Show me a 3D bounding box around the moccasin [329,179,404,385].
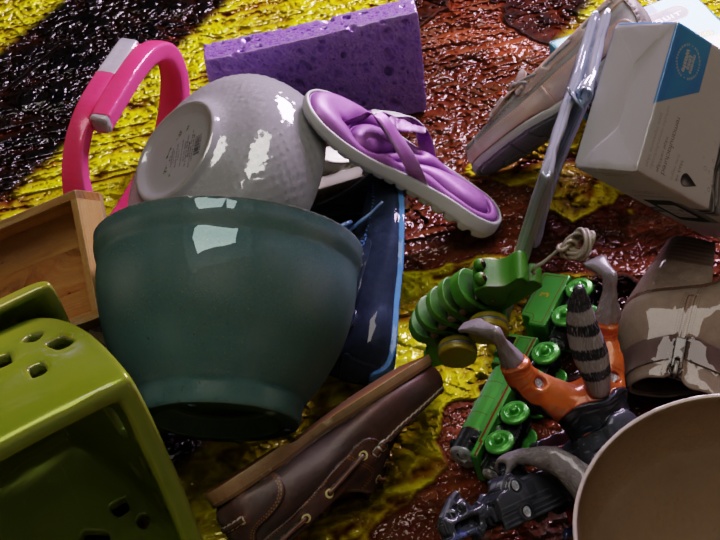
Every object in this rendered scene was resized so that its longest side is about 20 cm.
[{"bbox_3d":[0.000,0.000,1.144,0.067,0.081,0.201,5,45,0],"label":"moccasin"}]

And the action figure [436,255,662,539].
[{"bbox_3d":[0.136,0.112,0.945,0.199,0.195,0.104,-26,6,-33],"label":"action figure"}]

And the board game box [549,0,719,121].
[{"bbox_3d":[0.281,-0.159,1.274,0.150,0.047,0.201,-21,46,-9],"label":"board game box"}]

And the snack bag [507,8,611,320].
[{"bbox_3d":[0.151,-0.077,1.123,0.021,0.190,0.201,18,49,6],"label":"snack bag"}]

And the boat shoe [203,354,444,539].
[{"bbox_3d":[-0.016,0.137,1.032,0.199,0.070,0.071,-33,86,-17],"label":"boat shoe"}]

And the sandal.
[{"bbox_3d":[0.042,-0.101,1.182,0.201,0.050,0.083,31,27,-21],"label":"sandal"}]

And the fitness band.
[{"bbox_3d":[-0.201,-0.115,1.252,0.037,0.145,0.201,9,48,17],"label":"fitness band"}]

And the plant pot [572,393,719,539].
[{"bbox_3d":[0.232,0.196,0.872,0.198,0.135,0.202,-6,45,6],"label":"plant pot"}]

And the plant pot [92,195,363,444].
[{"bbox_3d":[-0.099,0.047,1.027,0.198,0.201,0.136,-1,71,9],"label":"plant pot"}]

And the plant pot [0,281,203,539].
[{"bbox_3d":[-0.245,0.139,0.981,0.198,0.201,0.182,-27,41,-16],"label":"plant pot"}]

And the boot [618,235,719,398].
[{"bbox_3d":[0.292,0.048,1.063,0.198,0.071,0.147,6,54,18],"label":"boot"}]

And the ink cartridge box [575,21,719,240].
[{"bbox_3d":[0.266,-0.097,1.089,0.066,0.199,0.117,9,80,54],"label":"ink cartridge box"}]

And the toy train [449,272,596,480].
[{"bbox_3d":[0.124,0.077,1.078,0.056,0.042,0.201,8,47,31],"label":"toy train"}]

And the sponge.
[{"bbox_3d":[-0.040,-0.176,1.306,0.198,0.112,0.030,-12,46,-2],"label":"sponge"}]

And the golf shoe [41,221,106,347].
[{"bbox_3d":[-0.206,0.045,1.157,0.077,0.095,0.201,-8,58,-47],"label":"golf shoe"}]

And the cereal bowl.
[{"bbox_3d":[-0.126,-0.080,1.182,0.199,0.083,0.202,-27,46,32],"label":"cereal bowl"}]

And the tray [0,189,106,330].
[{"bbox_3d":[-0.278,0.015,1.127,0.198,0.037,0.100,-19,79,29],"label":"tray"}]

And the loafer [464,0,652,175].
[{"bbox_3d":[0.168,-0.161,1.233,0.199,0.072,0.063,-36,74,18],"label":"loafer"}]

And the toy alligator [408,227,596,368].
[{"bbox_3d":[0.089,0.015,1.046,0.054,0.200,0.060,21,50,-25],"label":"toy alligator"}]

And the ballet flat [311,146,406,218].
[{"bbox_3d":[-0.055,-0.069,1.234,0.198,0.074,0.073,-16,45,-5],"label":"ballet flat"}]
